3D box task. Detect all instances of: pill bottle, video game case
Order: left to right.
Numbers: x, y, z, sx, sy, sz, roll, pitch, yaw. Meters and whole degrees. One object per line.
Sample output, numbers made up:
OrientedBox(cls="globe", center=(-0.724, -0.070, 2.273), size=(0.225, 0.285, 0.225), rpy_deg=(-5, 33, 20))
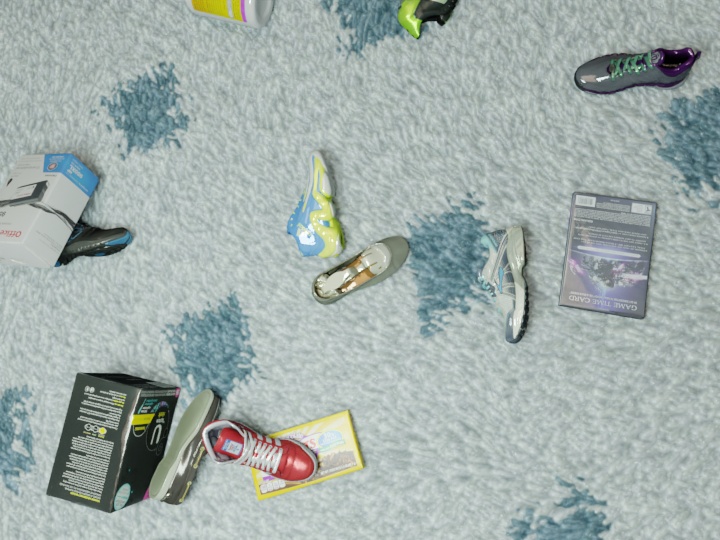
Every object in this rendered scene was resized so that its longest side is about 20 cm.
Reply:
OrientedBox(cls="pill bottle", center=(-0.278, -0.553, 1.191), size=(0.196, 0.104, 0.106), rpy_deg=(17, 83, 11))
OrientedBox(cls="video game case", center=(0.427, -0.028, 1.040), size=(0.140, 0.019, 0.205), rpy_deg=(9, 83, 10))

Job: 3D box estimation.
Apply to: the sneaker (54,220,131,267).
OrientedBox(cls="sneaker", center=(-0.542, -0.066, 1.166), size=(0.196, 0.073, 0.084), rpy_deg=(-10, 77, 6))

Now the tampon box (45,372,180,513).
OrientedBox(cls="tampon box", center=(-0.424, 0.292, 1.048), size=(0.124, 0.150, 0.204), rpy_deg=(10, 82, 11))

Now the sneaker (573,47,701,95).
OrientedBox(cls="sneaker", center=(0.480, -0.362, 1.052), size=(0.195, 0.088, 0.076), rpy_deg=(-3, 80, 8))

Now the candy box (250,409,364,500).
OrientedBox(cls="candy box", center=(-0.099, 0.324, 1.057), size=(0.196, 0.026, 0.104), rpy_deg=(-19, 75, 5))

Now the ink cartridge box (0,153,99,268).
OrientedBox(cls="ink cartridge box", center=(-0.610, -0.115, 1.135), size=(0.142, 0.085, 0.203), rpy_deg=(3, 62, 23))

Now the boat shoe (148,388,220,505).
OrientedBox(cls="boat shoe", center=(-0.302, 0.314, 1.074), size=(0.071, 0.060, 0.204), rpy_deg=(8, 67, 54))

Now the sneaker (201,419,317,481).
OrientedBox(cls="sneaker", center=(-0.172, 0.302, 1.001), size=(0.196, 0.113, 0.073), rpy_deg=(16, 79, 14))

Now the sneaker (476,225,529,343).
OrientedBox(cls="sneaker", center=(0.246, 0.026, 1.040), size=(0.085, 0.078, 0.205), rpy_deg=(-4, 73, 20))

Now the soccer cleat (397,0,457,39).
OrientedBox(cls="soccer cleat", center=(0.161, -0.523, 1.146), size=(0.199, 0.068, 0.082), rpy_deg=(-38, 95, 2))

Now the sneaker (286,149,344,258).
OrientedBox(cls="sneaker", center=(-0.095, -0.118, 1.105), size=(0.103, 0.076, 0.204), rpy_deg=(-12, 80, 7))

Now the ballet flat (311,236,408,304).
OrientedBox(cls="ballet flat", center=(0.000, 0.000, 1.077), size=(0.198, 0.064, 0.068), rpy_deg=(-30, 78, 2))
